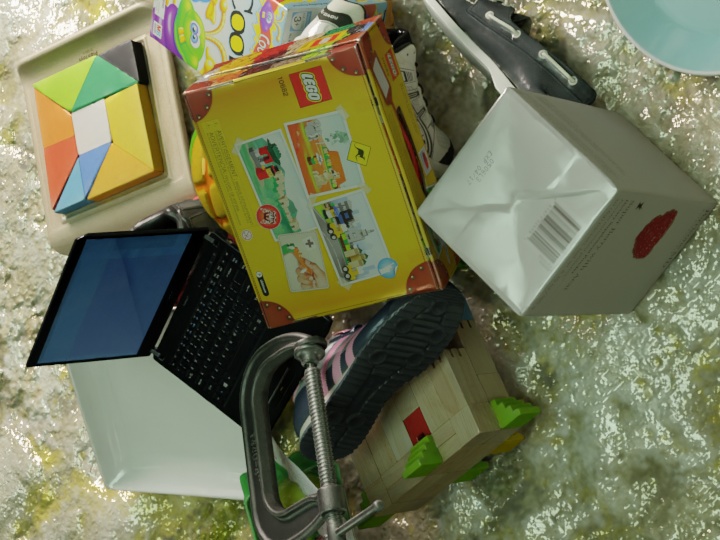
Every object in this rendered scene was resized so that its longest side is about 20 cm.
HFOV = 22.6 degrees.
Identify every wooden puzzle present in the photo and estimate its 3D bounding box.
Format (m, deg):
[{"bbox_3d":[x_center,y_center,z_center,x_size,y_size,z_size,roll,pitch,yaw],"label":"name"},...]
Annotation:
[{"bbox_3d":[-0.246,-0.133,1.713,0.184,0.037,0.202,-19,81,31],"label":"wooden puzzle"}]

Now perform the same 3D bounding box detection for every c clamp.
[{"bbox_3d":[-0.042,0.133,1.417,0.171,0.027,0.201,-45,48,43],"label":"c clamp"}]

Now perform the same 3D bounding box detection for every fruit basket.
[{"bbox_3d":[-0.025,0.241,1.496,0.200,0.093,0.187,29,137,56],"label":"fruit basket"}]

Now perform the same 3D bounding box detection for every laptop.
[{"bbox_3d":[-0.153,0.060,1.500,0.199,0.103,0.178,37,135,6],"label":"laptop"}]

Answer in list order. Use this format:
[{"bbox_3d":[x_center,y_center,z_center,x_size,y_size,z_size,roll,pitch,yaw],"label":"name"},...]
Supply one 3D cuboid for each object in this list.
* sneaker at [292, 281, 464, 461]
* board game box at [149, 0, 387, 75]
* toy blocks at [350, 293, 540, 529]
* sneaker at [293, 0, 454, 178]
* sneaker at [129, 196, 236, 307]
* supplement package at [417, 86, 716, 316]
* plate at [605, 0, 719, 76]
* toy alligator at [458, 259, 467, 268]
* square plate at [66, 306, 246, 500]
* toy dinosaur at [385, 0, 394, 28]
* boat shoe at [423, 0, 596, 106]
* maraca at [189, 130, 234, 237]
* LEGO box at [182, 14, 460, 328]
[{"bbox_3d":[0.005,0.062,1.447,0.200,0.070,0.082,-48,37,27],"label":"sneaker"},{"bbox_3d":[-0.082,-0.212,1.527,0.200,0.102,0.106,38,127,43],"label":"board game box"},{"bbox_3d":[0.047,0.108,1.498,0.200,0.099,0.138,-45,60,40],"label":"toy blocks"},{"bbox_3d":[0.027,-0.147,1.457,0.076,0.200,0.088,36,91,44],"label":"sneaker"},{"bbox_3d":[-0.193,0.005,1.646,0.201,0.098,0.071,-47,70,25],"label":"sneaker"},{"bbox_3d":[0.161,-0.048,1.361,0.120,0.199,0.122,45,111,24],"label":"supplement package"},{"bbox_3d":[0.278,-0.250,1.389,0.199,0.025,0.202,0,91,33],"label":"plate"},{"bbox_3d":[0.093,-0.048,1.477,0.054,0.060,0.200,32,132,-11],"label":"toy alligator"},{"bbox_3d":[-0.174,0.116,1.635,0.198,0.028,0.200,0,116,29],"label":"square plate"},{"bbox_3d":[0.005,-0.244,1.540,0.199,0.060,0.107,-34,72,27],"label":"toy dinosaur"},{"bbox_3d":[0.118,-0.183,1.467,0.060,0.076,0.200,-41,63,5],"label":"boat shoe"},{"bbox_3d":[-0.061,-0.069,1.559,0.199,0.107,0.138,28,135,9],"label":"maraca"},{"bbox_3d":[-0.027,-0.073,1.369,0.148,0.077,0.201,-13,107,20],"label":"LEGO box"}]
